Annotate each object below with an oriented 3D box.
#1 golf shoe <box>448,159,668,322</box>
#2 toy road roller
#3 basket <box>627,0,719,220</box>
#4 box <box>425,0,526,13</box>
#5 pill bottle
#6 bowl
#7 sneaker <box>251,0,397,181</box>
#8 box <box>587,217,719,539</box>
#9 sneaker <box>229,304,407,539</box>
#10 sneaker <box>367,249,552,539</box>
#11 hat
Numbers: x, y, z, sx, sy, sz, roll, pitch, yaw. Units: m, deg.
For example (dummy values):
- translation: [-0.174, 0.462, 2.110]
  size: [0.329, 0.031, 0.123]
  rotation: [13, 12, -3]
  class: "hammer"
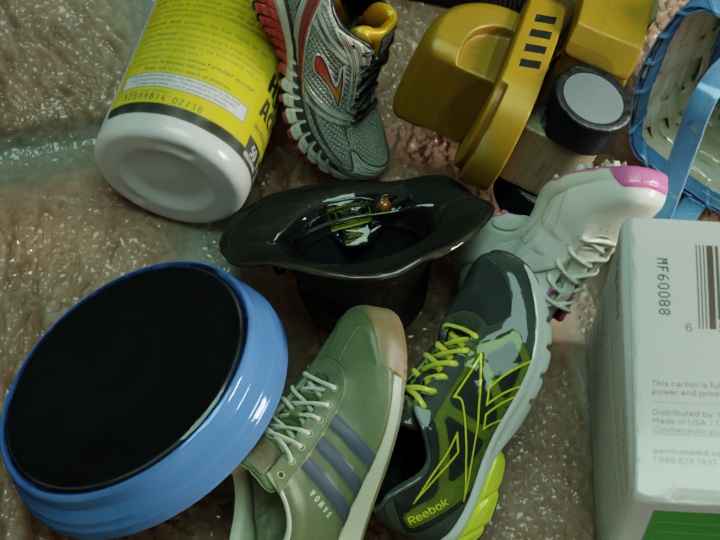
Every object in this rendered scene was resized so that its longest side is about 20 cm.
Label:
- translation: [0.134, -0.008, 1.583]
  size: [0.075, 0.200, 0.092]
  rotation: [12, 65, -30]
  class: "golf shoe"
- translation: [0.111, -0.142, 1.659]
  size: [0.146, 0.123, 0.200]
  rotation: [25, 51, -4]
  class: "toy road roller"
- translation: [0.249, -0.100, 1.647]
  size: [0.139, 0.176, 0.200]
  rotation: [28, 43, 11]
  class: "basket"
- translation: [0.094, -0.249, 1.777]
  size: [0.200, 0.075, 0.100]
  rotation: [12, 59, 5]
  class: "box"
- translation: [-0.103, -0.143, 1.677]
  size: [0.111, 0.111, 0.200]
  rotation: [16, 61, 5]
  class: "pill bottle"
- translation: [-0.142, 0.076, 1.528]
  size: [0.201, 0.039, 0.201]
  rotation: [-20, 42, 19]
  class: "bowl"
- translation: [-0.013, -0.143, 1.640]
  size: [0.082, 0.200, 0.078]
  rotation: [1, 41, 24]
  class: "sneaker"
- translation: [0.252, 0.094, 1.528]
  size: [0.199, 0.171, 0.200]
  rotation: [3, 62, -2]
  class: "box"
- translation: [-0.036, 0.115, 1.496]
  size: [0.090, 0.067, 0.200]
  rotation: [13, 92, -37]
  class: "sneaker"
- translation: [0.060, 0.080, 1.533]
  size: [0.085, 0.074, 0.200]
  rotation: [20, 80, -38]
  class: "sneaker"
- translation: [0.000, 0.000, 1.601]
  size: [0.200, 0.081, 0.201]
  rotation: [-6, 18, 2]
  class: "hat"
